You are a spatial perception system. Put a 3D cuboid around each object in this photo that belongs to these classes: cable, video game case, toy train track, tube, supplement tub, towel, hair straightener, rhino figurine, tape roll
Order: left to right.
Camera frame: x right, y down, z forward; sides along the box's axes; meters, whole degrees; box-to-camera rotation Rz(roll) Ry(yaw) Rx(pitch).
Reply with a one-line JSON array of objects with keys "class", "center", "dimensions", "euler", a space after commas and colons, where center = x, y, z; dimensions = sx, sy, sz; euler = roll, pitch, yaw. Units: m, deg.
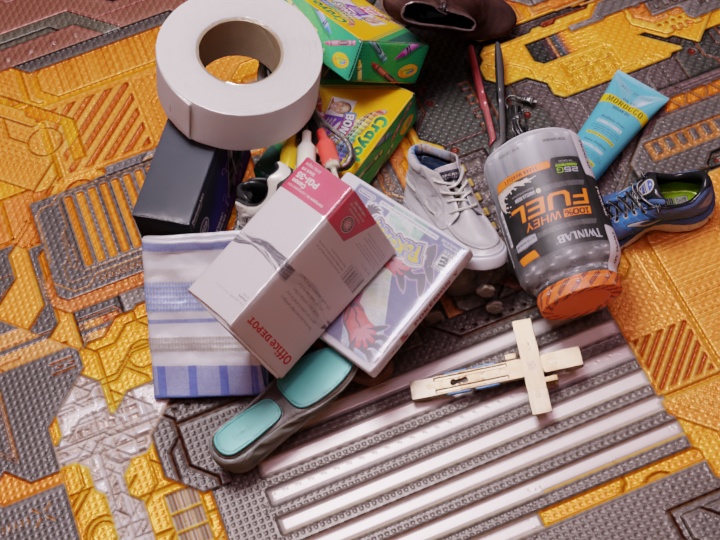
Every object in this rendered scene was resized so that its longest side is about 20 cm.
[{"class": "towel", "center": [-0.181, 0.052, 1.520], "dimensions": [0.146, 0.024, 0.201], "euler": [-2, 97, 8]}, {"class": "tape roll", "center": [-0.147, -0.243, 1.568], "dimensions": [0.202, 0.071, 0.203], "euler": [4, 58, -6]}, {"class": "cable", "center": [-0.064, -0.189, 1.598], "dimensions": [0.097, 0.050, 0.200], "euler": [-11, 72, 3]}, {"class": "video game case", "center": [0.000, 0.000, 1.501], "dimensions": [0.200, 0.023, 0.182], "euler": [34, 80, 31]}, {"class": "rhino figurine", "center": [0.146, 0.004, 1.556], "dimensions": [0.199, 0.060, 0.088], "euler": [-8, 49, -2]}, {"class": "toy train track", "center": [0.157, 0.124, 1.505], "dimensions": [0.199, 0.033, 0.115], "euler": [-12, 66, 6]}, {"class": "hair straightener", "center": [0.193, -0.214, 1.688], "dimensions": [0.077, 0.041, 0.200], "euler": [-9, 59, 1]}, {"class": "supplement tub", "center": [0.225, -0.052, 1.498], "dimensions": [0.122, 0.123, 0.200], "euler": [-15, 68, -3]}, {"class": "tube", "center": [0.312, -0.173, 1.653], "dimensions": [0.077, 0.050, 0.200], "euler": [35, 64, 9]}]

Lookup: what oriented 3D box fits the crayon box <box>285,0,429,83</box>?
[{"class": "crayon box", "center": [-0.022, -0.310, 1.677], "dimensions": [0.119, 0.058, 0.200], "euler": [-6, 36, -42]}]

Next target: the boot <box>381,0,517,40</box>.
[{"class": "boot", "center": [0.127, -0.325, 1.680], "dimensions": [0.199, 0.073, 0.166], "euler": [10, 20, -15]}]

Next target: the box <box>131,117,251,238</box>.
[{"class": "box", "center": [-0.206, -0.110, 1.615], "dimensions": [0.079, 0.141, 0.200], "euler": [9, 62, 12]}]

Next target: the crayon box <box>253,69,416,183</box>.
[{"class": "crayon box", "center": [-0.030, -0.163, 1.665], "dimensions": [0.119, 0.058, 0.200], "euler": [27, 66, 20]}]

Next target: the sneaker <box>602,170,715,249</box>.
[{"class": "sneaker", "center": [0.331, -0.082, 1.568], "dimensions": [0.200, 0.089, 0.079], "euler": [-17, 59, -1]}]

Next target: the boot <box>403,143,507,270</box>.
[{"class": "boot", "center": [0.107, -0.081, 1.548], "dimensions": [0.073, 0.096, 0.200], "euler": [-19, 34, -22]}]

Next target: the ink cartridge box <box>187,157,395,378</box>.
[{"class": "ink cartridge box", "center": [-0.073, -0.001, 1.430], "dimensions": [0.083, 0.147, 0.200], "euler": [37, 81, 33]}]

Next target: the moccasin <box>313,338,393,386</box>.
[{"class": "moccasin", "center": [-0.029, 0.053, 1.536], "dimensions": [0.074, 0.078, 0.202], "euler": [-26, 61, -12]}]

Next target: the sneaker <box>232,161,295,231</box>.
[{"class": "sneaker", "center": [-0.121, -0.070, 1.558], "dimensions": [0.088, 0.200, 0.076], "euler": [40, 47, -16]}]

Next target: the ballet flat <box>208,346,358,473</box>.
[{"class": "ballet flat", "center": [-0.085, 0.158, 1.488], "dimensions": [0.200, 0.064, 0.067], "euler": [-36, 60, -9]}]

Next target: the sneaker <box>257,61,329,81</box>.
[{"class": "sneaker", "center": [-0.087, -0.279, 1.714], "dimensions": [0.075, 0.116, 0.200], "euler": [9, 62, 11]}]
